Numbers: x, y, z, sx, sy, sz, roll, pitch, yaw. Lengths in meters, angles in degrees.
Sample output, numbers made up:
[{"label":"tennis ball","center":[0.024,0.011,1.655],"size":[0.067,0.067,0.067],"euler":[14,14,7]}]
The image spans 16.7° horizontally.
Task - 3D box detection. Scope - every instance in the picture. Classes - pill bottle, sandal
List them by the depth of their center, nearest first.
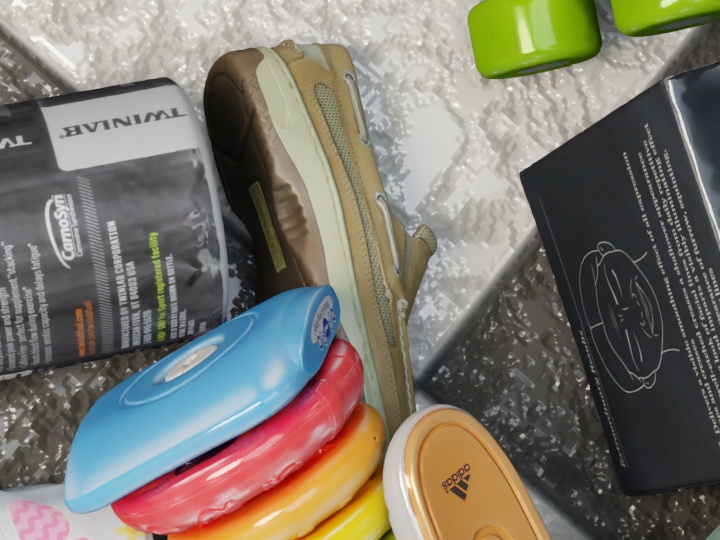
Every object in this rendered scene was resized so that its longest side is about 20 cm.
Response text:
[{"label":"sandal","center":[0.077,0.142,0.897],"size":[0.079,0.059,0.207],"euler":[-37,102,-37]},{"label":"pill bottle","center":[-0.158,-0.007,0.951],"size":[0.199,0.106,0.107],"euler":[-11,85,-13]}]

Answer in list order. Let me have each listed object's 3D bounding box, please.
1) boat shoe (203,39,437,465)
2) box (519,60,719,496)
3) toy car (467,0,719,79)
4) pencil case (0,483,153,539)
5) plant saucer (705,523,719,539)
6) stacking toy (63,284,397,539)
[{"label":"boat shoe","center":[0.000,0.000,1.006],"size":[0.076,0.072,0.201],"euler":[-13,87,-28]},{"label":"box","center":[0.156,-0.001,0.965],"size":[0.107,0.200,0.149],"euler":[-17,87,-14]},{"label":"toy car","center":[0.140,-0.181,1.043],"size":[0.199,0.157,0.165],"euler":[-10,88,-41]},{"label":"pencil case","center":[-0.174,0.129,0.941],"size":[0.199,0.083,0.091],"euler":[-3,77,-12]},{"label":"plant saucer","center":[0.202,0.121,0.963],"size":[0.199,0.201,0.036],"euler":[-8,51,-12]},{"label":"stacking toy","center":[-0.013,0.116,0.929],"size":[0.109,0.116,0.201],"euler":[-28,101,16]}]
